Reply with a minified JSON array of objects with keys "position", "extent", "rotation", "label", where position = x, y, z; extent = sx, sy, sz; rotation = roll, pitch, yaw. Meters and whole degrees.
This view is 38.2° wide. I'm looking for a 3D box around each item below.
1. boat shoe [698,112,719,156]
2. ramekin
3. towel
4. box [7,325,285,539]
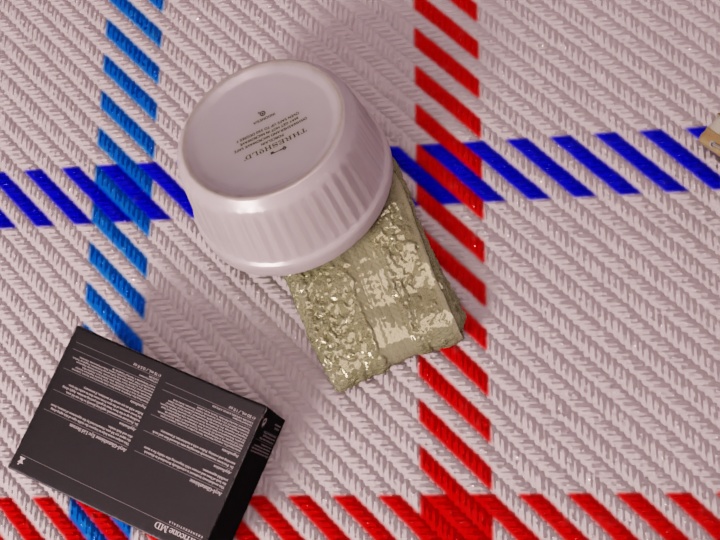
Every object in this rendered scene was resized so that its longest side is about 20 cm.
[{"position":[0.379,-0.064,0.910],"extent":[0.076,0.072,0.200],"rotation":[-42,64,12],"label":"boat shoe"},{"position":[-0.076,-0.105,0.958],"extent":[0.202,0.094,0.203],"rotation":[-8,57,13],"label":"ramekin"},{"position":[0.000,0.000,0.970],"extent":[0.148,0.036,0.200],"rotation":[-24,72,4],"label":"towel"},{"position":[-0.191,0.156,0.939],"extent":[0.200,0.079,0.141],"rotation":[21,76,15],"label":"box"}]
